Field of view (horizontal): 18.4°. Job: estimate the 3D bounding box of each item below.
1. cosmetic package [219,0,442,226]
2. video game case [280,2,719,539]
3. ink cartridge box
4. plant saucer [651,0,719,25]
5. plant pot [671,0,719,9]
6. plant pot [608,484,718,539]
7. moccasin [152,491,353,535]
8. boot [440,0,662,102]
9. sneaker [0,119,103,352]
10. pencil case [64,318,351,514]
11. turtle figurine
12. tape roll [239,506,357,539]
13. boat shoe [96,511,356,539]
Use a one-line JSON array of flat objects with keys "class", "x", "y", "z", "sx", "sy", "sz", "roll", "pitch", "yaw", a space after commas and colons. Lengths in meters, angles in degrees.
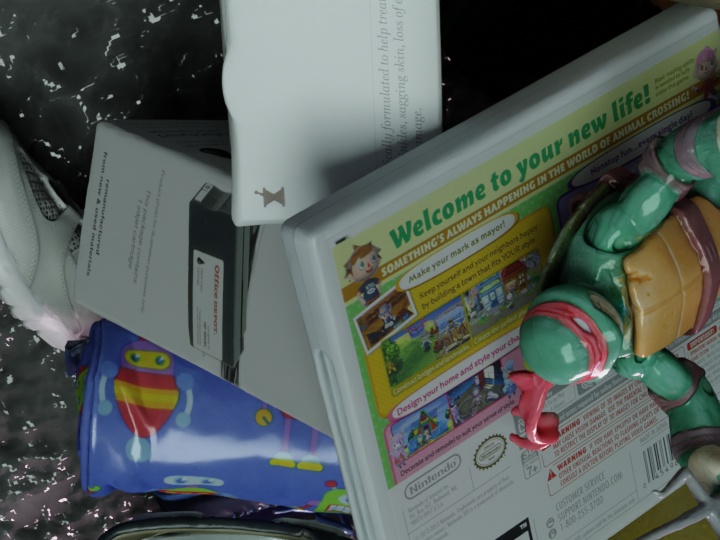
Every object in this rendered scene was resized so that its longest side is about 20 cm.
[{"class": "cosmetic package", "x": -0.013, "y": -0.107, "z": 0.854, "sx": 0.081, "sy": 0.200, "sz": 0.113, "roll": -3, "pitch": 117, "yaw": -2}, {"class": "video game case", "x": 0.070, "y": 0.022, "z": 0.814, "sx": 0.199, "sy": 0.022, "sz": 0.183, "roll": -30, "pitch": 121, "yaw": -30}, {"class": "ink cartridge box", "x": 0.000, "y": 0.000, "z": 0.894, "sx": 0.144, "sy": 0.200, "sz": 0.085, "roll": -3, "pitch": 108, "yaw": -40}, {"class": "plant saucer", "x": 0.193, "y": -0.154, "z": 0.934, "sx": 0.199, "sy": 0.038, "sz": 0.201, "roll": -1, "pitch": 121, "yaw": -2}, {"class": "plant pot", "x": 0.117, "y": -0.176, "z": 0.808, "sx": 0.186, "sy": 0.200, "sz": 0.189, "roll": -1, "pitch": 91, "yaw": -36}, {"class": "plant pot", "x": 0.151, "y": 0.174, "z": 0.987, "sx": 0.199, "sy": 0.143, "sz": 0.200, "roll": -10, "pitch": 156, "yaw": -5}, {"class": "moccasin", "x": -0.001, "y": 0.083, "z": 1.047, "sx": 0.199, "sy": 0.081, "sz": 0.068, "roll": -21, "pitch": 124, "yaw": 11}, {"class": "boot", "x": 0.124, "y": -0.044, "z": 0.965, "sx": 0.077, "sy": 0.200, "sz": 0.168, "roll": -50, "pitch": 152, "yaw": -17}, {"class": "sneaker", "x": -0.115, "y": -0.001, "z": 1.006, "sx": 0.082, "sy": 0.075, "sz": 0.200, "roll": -32, "pitch": 126, "yaw": 2}, {"class": "pencil case", "x": -0.031, "y": 0.068, "z": 0.963, "sx": 0.199, "sy": 0.078, "sz": 0.087, "roll": 6, "pitch": 148, "yaw": -9}, {"class": "turtle figurine", "x": 0.115, "y": -0.001, "z": 0.764, "sx": 0.100, "sy": 0.200, "sz": 0.150, "roll": 21, "pitch": 130, "yaw": 28}, {"class": "tape roll", "x": -0.023, "y": 0.190, "z": 1.041, "sx": 0.199, "sy": 0.200, "sz": 0.085, "roll": 0, "pitch": 122, "yaw": -2}, {"class": "boat shoe", "x": -0.021, "y": 0.146, "z": 0.953, "sx": 0.199, "sy": 0.076, "sz": 0.060, "roll": 2, "pitch": 156, "yaw": 12}]
